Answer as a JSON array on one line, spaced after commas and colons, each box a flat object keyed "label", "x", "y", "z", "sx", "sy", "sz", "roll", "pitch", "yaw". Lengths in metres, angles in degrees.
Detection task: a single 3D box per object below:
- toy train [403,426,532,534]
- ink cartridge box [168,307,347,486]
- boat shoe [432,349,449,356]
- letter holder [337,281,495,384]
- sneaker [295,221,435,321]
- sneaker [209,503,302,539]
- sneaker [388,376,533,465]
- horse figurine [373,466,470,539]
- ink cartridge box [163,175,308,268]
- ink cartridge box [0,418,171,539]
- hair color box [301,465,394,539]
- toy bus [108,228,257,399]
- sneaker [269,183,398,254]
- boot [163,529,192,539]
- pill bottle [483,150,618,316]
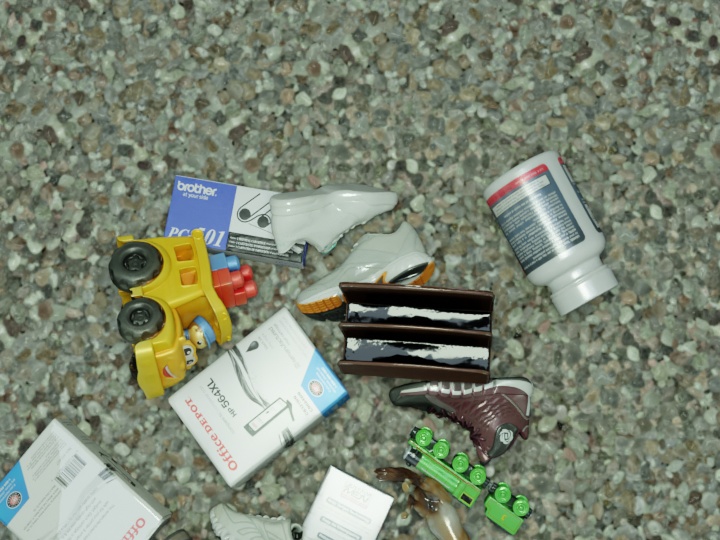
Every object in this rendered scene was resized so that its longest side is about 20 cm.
[{"label": "toy train", "x": 0.142, "y": 0.284, "z": 1.584, "sx": 0.198, "sy": 0.042, "sz": 0.057, "roll": 35, "pitch": 94, "yaw": 5}, {"label": "ink cartridge box", "x": -0.134, "y": 0.172, "z": 1.570, "sx": 0.199, "sy": 0.084, "sz": 0.147, "roll": -38, "pitch": 83, "yaw": -5}, {"label": "boat shoe", "x": 0.076, "y": 0.092, "z": 1.593, "sx": 0.196, "sy": 0.073, "sz": 0.066, "roll": -14, "pitch": 87, "yaw": -2}, {"label": "letter holder", "x": 0.070, "y": 0.079, "z": 1.493, "sx": 0.196, "sy": 0.142, "sz": 0.103, "roll": 3, "pitch": 77, "yaw": 6}, {"label": "sneaker", "x": 0.000, "y": 0.000, "z": 1.617, "sx": 0.197, "sy": 0.076, "sz": 0.093, "roll": -21, "pitch": 61, "yaw": 1}, {"label": "sneaker", "x": -0.120, "y": 0.351, "z": 1.525, "sx": 0.199, "sy": 0.075, "sz": 0.082, "roll": 28, "pitch": 78, "yaw": 41}, {"label": "sneaker", "x": 0.138, "y": 0.205, "z": 1.578, "sx": 0.196, "sy": 0.076, "sz": 0.118, "roll": -2, "pitch": 85, "yaw": -1}, {"label": "horse figurine", "x": 0.100, "y": 0.330, "z": 1.537, "sx": 0.050, "sy": 0.132, "sz": 0.201, "roll": -38, "pitch": 76, "yaw": 16}, {"label": "ink cartridge box", "x": -0.167, "y": -0.067, "z": 1.632, "sx": 0.196, "sy": 0.044, "sz": 0.096, "roll": 10, "pitch": 80, "yaw": 2}, {"label": "ink cartridge box", "x": -0.372, "y": 0.318, "z": 1.557, "sx": 0.199, "sy": 0.084, "sz": 0.146, "roll": 41, "pitch": 84, "yaw": 5}, {"label": "hair color box", "x": -0.039, "y": 0.373, "z": 1.559, "sx": 0.099, "sy": 0.061, "sz": 0.203, "roll": 25, "pitch": 83, "yaw": 5}, {"label": "toy bus", "x": -0.227, "y": 0.049, "z": 1.553, "sx": 0.188, "sy": 0.137, "sz": 0.202, "roll": -10, "pitch": 54, "yaw": -9}, {"label": "sneaker", "x": -0.037, "y": -0.068, "z": 1.603, "sx": 0.197, "sy": 0.075, "sz": 0.090, "roll": -9, "pitch": 106, "yaw": -31}, {"label": "boot", "x": -0.236, "y": 0.456, "z": 1.522, "sx": 0.174, "sy": 0.069, "sz": 0.200, "roll": 41, "pitch": 82, "yaw": 23}, {"label": "pill bottle", "x": 0.262, "y": -0.047, "z": 1.589, "sx": 0.118, "sy": 0.120, "sz": 0.202, "roll": -27, "pitch": 82, "yaw": -4}]
